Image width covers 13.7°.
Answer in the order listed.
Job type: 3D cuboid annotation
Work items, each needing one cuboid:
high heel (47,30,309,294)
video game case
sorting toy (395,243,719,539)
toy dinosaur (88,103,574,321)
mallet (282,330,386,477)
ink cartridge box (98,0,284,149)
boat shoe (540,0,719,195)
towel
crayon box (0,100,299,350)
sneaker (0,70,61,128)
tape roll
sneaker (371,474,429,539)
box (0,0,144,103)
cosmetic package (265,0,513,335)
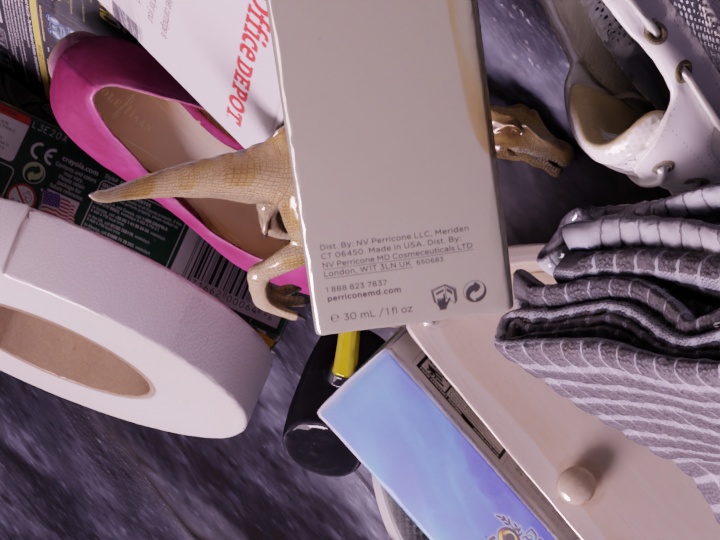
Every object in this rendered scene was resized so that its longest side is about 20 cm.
[{"bbox_3d":[-0.049,-0.037,1.297,0.200,0.067,0.096,40,-177,-19],"label":"high heel"},{"bbox_3d":[0.080,0.101,1.251,0.200,0.045,0.181,49,-164,1],"label":"video game case"},{"bbox_3d":[0.110,0.066,1.205,0.200,0.107,0.180,50,176,6],"label":"sorting toy"},{"bbox_3d":[-0.021,-0.034,1.180,0.101,0.200,0.058,104,152,-48],"label":"toy dinosaur"},{"bbox_3d":[0.000,0.000,1.298,0.041,0.066,0.200,14,131,7],"label":"mallet"},{"bbox_3d":[-0.069,-0.159,1.172,0.200,0.084,0.146,45,159,10],"label":"ink cartridge box"},{"bbox_3d":[0.100,-0.060,1.029,0.071,0.069,0.200,12,140,52],"label":"boat shoe"},{"bbox_3d":[0.154,0.042,0.999,0.165,0.086,0.200,32,163,-24],"label":"towel"},{"bbox_3d":[-0.135,-0.010,1.484,0.200,0.058,0.173,25,164,-5],"label":"crayon box"},{"bbox_3d":[-0.187,-0.076,1.550,0.200,0.082,0.078,20,145,50],"label":"sneaker"},{"bbox_3d":[-0.139,0.021,1.417,0.203,0.037,0.203,21,165,6],"label":"tape roll"},{"bbox_3d":[0.062,0.155,1.479,0.200,0.070,0.080,54,161,-14],"label":"sneaker"},{"bbox_3d":[-0.149,-0.143,1.368,0.161,0.049,0.200,37,160,13],"label":"box"},{"bbox_3d":[0.004,-0.090,1.025,0.105,0.071,0.200,-95,-3,-67],"label":"cosmetic package"}]
